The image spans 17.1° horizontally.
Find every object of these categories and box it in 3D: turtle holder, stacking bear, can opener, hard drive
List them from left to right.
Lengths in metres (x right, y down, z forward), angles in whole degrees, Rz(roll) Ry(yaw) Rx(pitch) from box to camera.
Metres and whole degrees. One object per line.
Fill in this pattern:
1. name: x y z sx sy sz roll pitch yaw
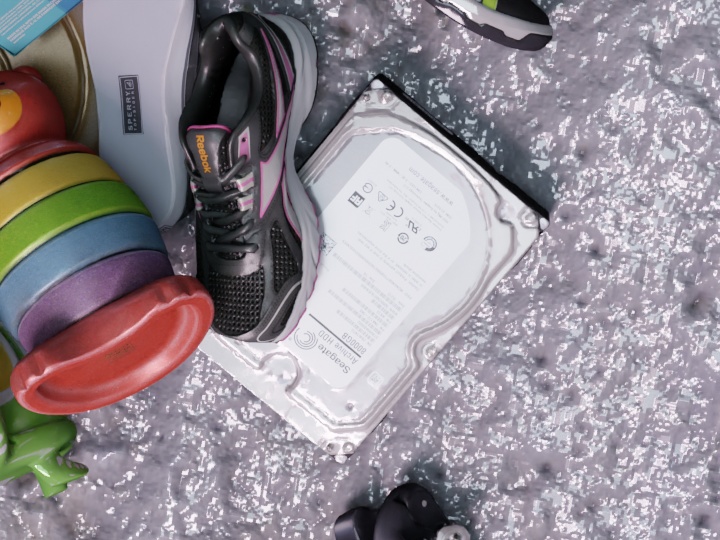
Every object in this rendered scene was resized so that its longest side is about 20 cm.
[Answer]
1. turtle holder: -0.250 0.087 1.413 0.141 0.186 0.132 -23 84 11
2. stacking bear: -0.179 -0.028 1.381 0.121 0.114 0.200 -29 72 -2
3. hard drive: 0.000 0.000 1.450 0.140 0.038 0.200 40 102 -3
4. can opener: 0.065 0.220 1.483 0.063 0.079 0.200 -41 101 -29

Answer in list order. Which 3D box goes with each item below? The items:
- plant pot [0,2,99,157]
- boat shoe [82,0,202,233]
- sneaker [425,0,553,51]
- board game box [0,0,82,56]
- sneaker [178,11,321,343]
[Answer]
1. plant pot: -0.241 -0.116 1.451 0.200 0.027 0.200 1 100 4
2. boat shoe: -0.124 -0.122 1.426 0.069 0.057 0.200 6 102 22
3. sneaker: 0.043 -0.208 1.389 0.200 0.072 0.083 38 100 -3
4. board game box: -0.209 -0.222 1.315 0.151 0.047 0.200 -36 138 18
5. sneaker: -0.077 -0.057 1.395 0.080 0.086 0.200 -5 83 25
